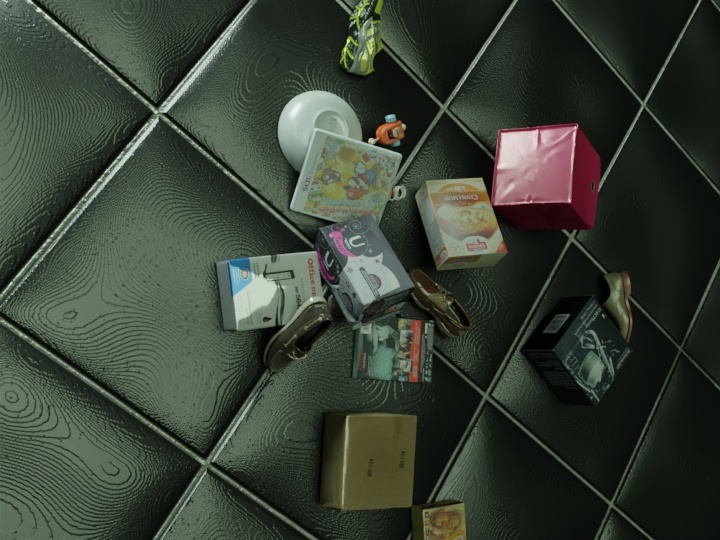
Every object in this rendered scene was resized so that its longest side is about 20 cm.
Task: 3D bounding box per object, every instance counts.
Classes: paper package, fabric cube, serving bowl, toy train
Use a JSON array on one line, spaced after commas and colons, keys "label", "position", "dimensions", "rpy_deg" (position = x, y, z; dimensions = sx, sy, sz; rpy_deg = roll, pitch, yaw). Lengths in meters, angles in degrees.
[{"label": "paper package", "position": [0.018, 0.404, 1.684], "dimensions": [0.190, 0.103, 0.201], "rpy_deg": [7, 81, -29]}, {"label": "fabric cube", "position": [0.447, -0.218, 1.888], "dimensions": [0.199, 0.199, 0.197], "rpy_deg": [27, 68, -57]}, {"label": "serving bowl", "position": [-0.077, -0.302, 1.726], "dimensions": [0.200, 0.066, 0.201], "rpy_deg": [4, 82, -29]}, {"label": "toy train", "position": [0.062, -0.237, 1.762], "dimensions": [0.150, 0.056, 0.201], "rpy_deg": [-23, 117, -29]}]

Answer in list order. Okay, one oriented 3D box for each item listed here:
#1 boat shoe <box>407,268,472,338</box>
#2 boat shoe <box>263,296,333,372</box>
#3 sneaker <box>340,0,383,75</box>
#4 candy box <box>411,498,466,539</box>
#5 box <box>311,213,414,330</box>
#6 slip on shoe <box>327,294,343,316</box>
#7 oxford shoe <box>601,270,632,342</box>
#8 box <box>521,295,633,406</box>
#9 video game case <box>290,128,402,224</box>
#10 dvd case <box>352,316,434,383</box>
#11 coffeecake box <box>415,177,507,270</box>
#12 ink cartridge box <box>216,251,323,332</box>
[{"label": "boat shoe", "position": [0.186, 0.069, 1.818], "dimensions": [0.200, 0.072, 0.076], "rpy_deg": [47, 50, -14]}, {"label": "boat shoe", "position": [-0.126, 0.142, 1.594], "dimensions": [0.072, 0.200, 0.060], "rpy_deg": [18, 31, -45]}, {"label": "sneaker", "position": [0.015, -0.540, 1.805], "dimensions": [0.076, 0.075, 0.201], "rpy_deg": [20, 86, -33]}, {"label": "candy box", "position": [0.179, 0.627, 1.776], "dimensions": [0.115, 0.055, 0.201], "rpy_deg": [-1, 85, -29]}, {"label": "box", "position": [0.000, 0.000, 1.662], "dimensions": [0.132, 0.115, 0.200], "rpy_deg": [-19, 64, -26]}, {"label": "slip on shoe", "position": [0.024, 0.050, 1.747], "dimensions": [0.200, 0.061, 0.076], "rpy_deg": [-15, 92, -29]}, {"label": "oxford shoe", "position": [0.681, 0.104, 2.111], "dimensions": [0.075, 0.070, 0.201], "rpy_deg": [-3, 88, -2]}, {"label": "box", "position": [0.546, 0.201, 1.985], "dimensions": [0.200, 0.124, 0.197], "rpy_deg": [-47, 109, -24]}, {"label": "video game case", "position": [-0.031, -0.191, 1.701], "dimensions": [0.199, 0.023, 0.182], "rpy_deg": [14, 106, -17]}, {"label": "dvd case", "position": [0.077, 0.178, 1.786], "dimensions": [0.199, 0.022, 0.146], "rpy_deg": [8, 81, -29]}, {"label": "coffeecake box", "position": [0.231, -0.108, 1.823], "dimensions": [0.153, 0.073, 0.201], "rpy_deg": [-5, 66, -22]}, {"label": "ink cartridge box", "position": [-0.183, 0.042, 1.622], "dimensions": [0.199, 0.084, 0.146], "rpy_deg": [-8, 89, -29]}]
